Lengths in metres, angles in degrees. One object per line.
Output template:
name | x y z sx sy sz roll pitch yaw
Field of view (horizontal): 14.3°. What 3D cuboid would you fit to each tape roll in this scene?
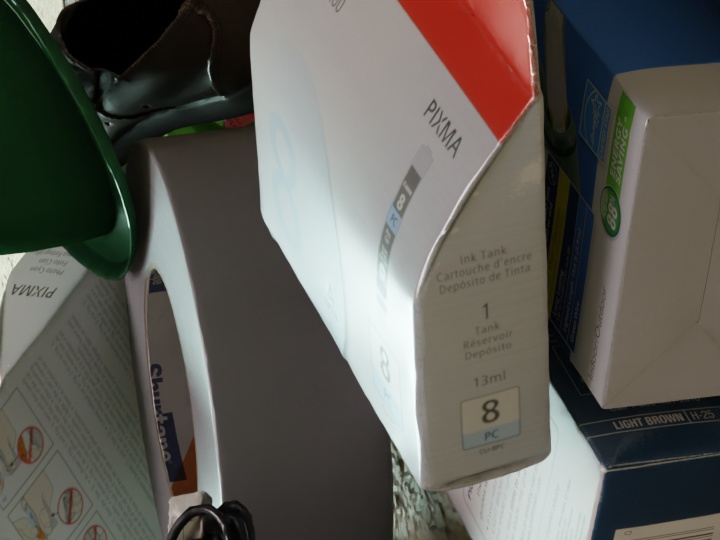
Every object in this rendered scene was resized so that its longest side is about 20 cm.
tape roll | -0.043 0.045 1.110 0.200 0.066 0.202 172 90 -79

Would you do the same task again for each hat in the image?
hat | -0.198 -0.026 1.096 0.166 0.176 0.200 52 162 9

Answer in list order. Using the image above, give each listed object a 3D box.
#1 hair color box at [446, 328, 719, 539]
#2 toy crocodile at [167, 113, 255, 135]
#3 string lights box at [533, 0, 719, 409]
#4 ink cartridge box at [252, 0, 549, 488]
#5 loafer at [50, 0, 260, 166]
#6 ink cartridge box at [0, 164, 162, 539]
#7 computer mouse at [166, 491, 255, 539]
hair color box | 0.063 0.037 0.966 0.200 0.060 0.100 -119 29 -48
toy crocodile | -0.058 -0.092 1.271 0.062 0.067 0.201 30 131 25
string lights box | 0.071 -0.056 0.916 0.200 0.059 0.103 -122 31 -52
ink cartridge box | 0.007 -0.060 0.870 0.160 0.047 0.201 -121 20 -51
loafer | -0.101 -0.093 1.192 0.199 0.071 0.073 -19 48 41
ink cartridge box | -0.113 0.077 1.224 0.047 0.200 0.160 7 138 39
computer mouse | -0.085 0.164 1.010 0.200 0.052 0.139 137 134 -64
